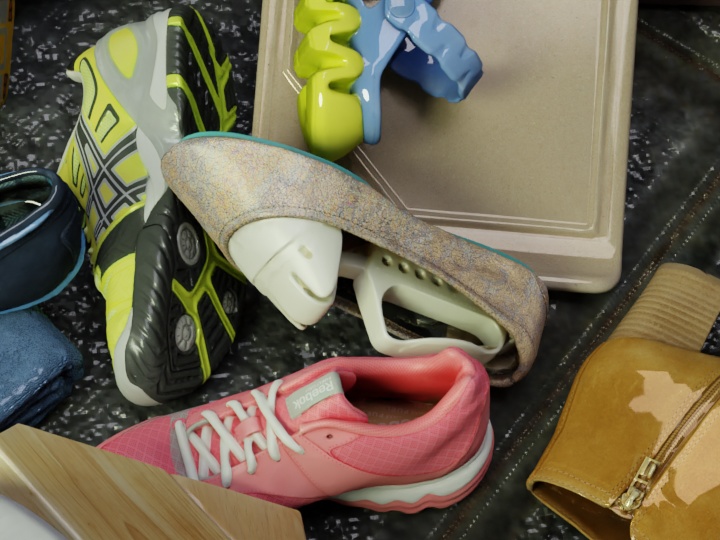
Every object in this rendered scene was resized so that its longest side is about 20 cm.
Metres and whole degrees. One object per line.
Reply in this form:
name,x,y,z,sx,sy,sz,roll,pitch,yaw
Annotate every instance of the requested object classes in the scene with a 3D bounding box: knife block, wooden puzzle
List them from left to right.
knife block,-0.067,0.165,0.848,0.199,0.064,0.176,21,35,-28
wooden puzzle,0.041,-0.092,1.059,0.184,0.037,0.201,5,80,-4

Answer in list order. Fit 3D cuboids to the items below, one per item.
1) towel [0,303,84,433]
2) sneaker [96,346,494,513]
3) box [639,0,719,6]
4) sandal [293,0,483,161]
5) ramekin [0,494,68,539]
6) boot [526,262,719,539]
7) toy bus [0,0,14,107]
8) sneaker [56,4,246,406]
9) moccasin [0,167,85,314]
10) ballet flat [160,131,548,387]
towel,-0.226,0.014,0.980,0.200,0.049,0.112,41,62,19
sneaker,-0.035,0.070,0.943,0.199,0.087,0.074,-12,59,-14
box,0.110,-0.200,1.141,0.199,0.075,0.101,1,57,-3
sandal,0.011,-0.151,1.014,0.086,0.079,0.201,-2,89,-7
ramekin,-0.143,0.176,0.803,0.200,0.201,0.098,41,55,19
boot,0.187,0.093,0.973,0.200,0.071,0.144,24,64,13
toy bus,-0.271,-0.116,1.026,0.199,0.078,0.066,6,98,4
sneaker,-0.102,-0.026,1.019,0.076,0.075,0.201,-13,58,23
moccasin,-0.217,-0.005,0.923,0.199,0.068,0.081,-23,62,-20
ballet flat,0.000,0.000,0.971,0.199,0.068,0.068,21,52,-19
